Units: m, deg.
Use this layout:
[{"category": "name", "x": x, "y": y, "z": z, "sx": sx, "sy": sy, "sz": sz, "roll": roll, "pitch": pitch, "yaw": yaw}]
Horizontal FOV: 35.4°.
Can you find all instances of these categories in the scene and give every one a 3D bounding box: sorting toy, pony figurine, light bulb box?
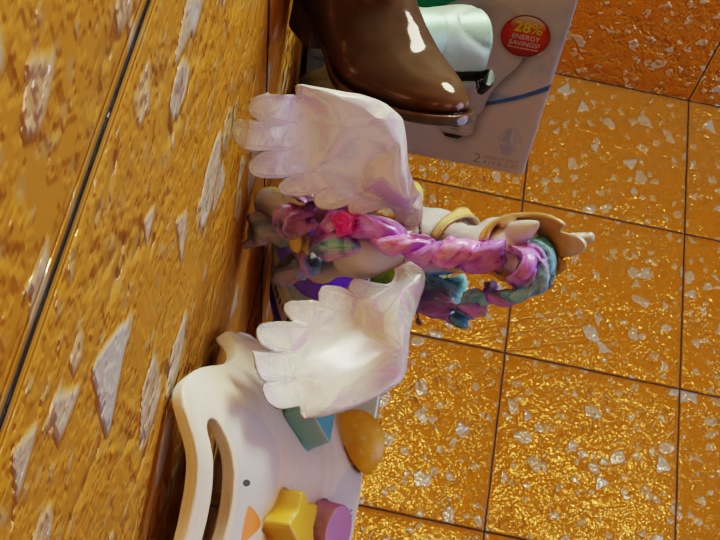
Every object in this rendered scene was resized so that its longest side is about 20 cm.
[{"category": "sorting toy", "x": -0.069, "y": 0.131, "z": 0.601, "sx": 0.180, "sy": 0.105, "sz": 0.204, "roll": 33, "pitch": 66, "yaw": -69}, {"category": "pony figurine", "x": 0.008, "y": -0.018, "z": 0.641, "sx": 0.199, "sy": 0.190, "sz": 0.170, "roll": -167, "pitch": -106, "yaw": -64}, {"category": "light bulb box", "x": 0.062, "y": -0.204, "z": 0.886, "sx": 0.202, "sy": 0.194, "sz": 0.126, "roll": 99, "pitch": 1, "yaw": -50}]

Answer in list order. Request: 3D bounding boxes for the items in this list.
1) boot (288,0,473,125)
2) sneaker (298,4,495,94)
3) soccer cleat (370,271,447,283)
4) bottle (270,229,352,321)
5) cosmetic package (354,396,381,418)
[{"category": "boot", "x": 0.022, "y": -0.204, "z": 0.631, "sx": 0.186, "sy": 0.063, "sz": 0.203, "roll": 44, "pitch": -49, "yaw": 41}, {"category": "sneaker", "x": 0.025, "y": -0.129, "z": 0.828, "sx": 0.200, "sy": 0.116, "sz": 0.075, "roll": 143, "pitch": -64, "yaw": -65}, {"category": "soccer cleat", "x": 0.000, "y": 0.000, "z": 0.983, "sx": 0.199, "sy": 0.080, "sz": 0.069, "roll": 15, "pitch": -66, "yaw": 57}, {"category": "bottle", "x": -0.035, "y": 0.022, "z": 0.866, "sx": 0.201, "sy": 0.064, "sz": 0.085, "roll": 101, "pitch": -31, "yaw": -59}, {"category": "cosmetic package", "x": -0.023, "y": 0.054, "z": 1.213, "sx": 0.200, "sy": 0.121, "sz": 0.203, "roll": -90, "pitch": -169, "yaw": -86}]
